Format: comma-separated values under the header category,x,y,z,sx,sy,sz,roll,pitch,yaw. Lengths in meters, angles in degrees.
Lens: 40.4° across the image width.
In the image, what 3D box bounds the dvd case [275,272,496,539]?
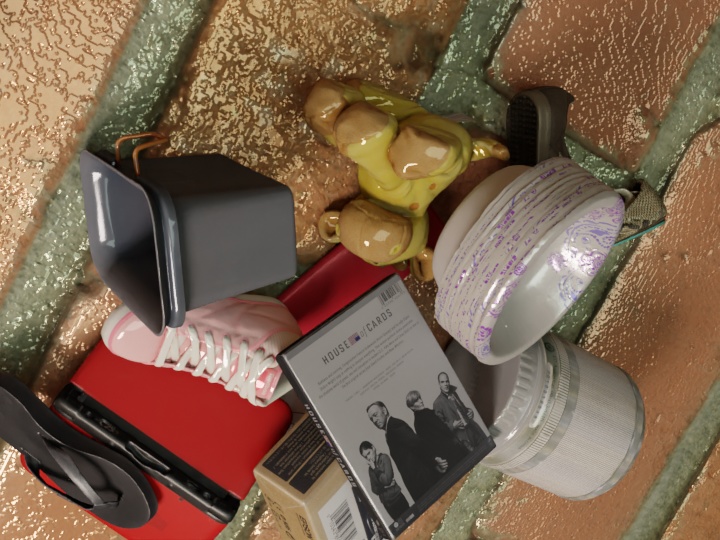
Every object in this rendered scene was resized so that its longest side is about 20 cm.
category,x,y,z,sx,sy,sz,roll,pitch,yaw
dvd case,0.029,0.125,0.920,0.150,0.025,0.201,-34,97,-30

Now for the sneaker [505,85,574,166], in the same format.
category,x,y,z,sx,sy,sz,roll,pitch,yaw
sneaker,0.193,-0.094,1.033,0.075,0.070,0.201,-15,121,-33

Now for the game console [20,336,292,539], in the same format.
category,x,y,z,sx,sy,sz,roll,pitch,yaw
game console,-0.199,0.165,0.960,0.200,0.119,0.172,36,124,-6

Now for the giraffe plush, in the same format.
category,x,y,z,sx,sy,sz,roll,pitch,yaw
giraffe plush,0.027,-0.077,0.935,0.199,0.172,0.163,-1,120,-48

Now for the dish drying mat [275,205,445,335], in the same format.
category,x,y,z,sx,sy,sz,roll,pitch,yaw
dish drying mat,0.000,0.000,1.017,0.200,0.018,0.077,-40,115,-3

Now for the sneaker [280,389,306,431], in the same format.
category,x,y,z,sx,sy,sz,roll,pitch,yaw
sneaker,-0.104,0.148,0.999,0.200,0.074,0.087,-38,112,-7

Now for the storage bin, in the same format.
category,x,y,z,sx,sy,sz,roll,pitch,yaw
storage bin,-0.149,-0.049,0.851,0.134,0.200,0.146,-14,113,-29

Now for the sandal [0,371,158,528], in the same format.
category,x,y,z,sx,sy,sz,roll,pitch,yaw
sandal,-0.276,0.176,0.892,0.200,0.043,0.076,39,124,-7

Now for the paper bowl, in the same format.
category,x,y,z,sx,sy,sz,roll,pitch,yaw
paper bowl,0.147,-0.017,0.925,0.200,0.104,0.201,-38,153,-23

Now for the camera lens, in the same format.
category,x,y,z,sx,sy,sz,roll,pitch,yaw
camera lens,0.197,0.151,1.069,0.199,0.160,0.161,26,97,-28

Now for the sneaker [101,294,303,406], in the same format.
category,x,y,z,sx,sy,sz,roll,pitch,yaw
sneaker,-0.129,0.072,0.899,0.199,0.105,0.076,3,125,-40

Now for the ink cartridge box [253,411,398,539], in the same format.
category,x,y,z,sx,sy,sz,roll,pitch,yaw
ink cartridge box,-0.009,0.217,0.996,0.165,0.075,0.201,-44,141,-27

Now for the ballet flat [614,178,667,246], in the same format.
category,x,y,z,sx,sy,sz,roll,pitch,yaw
ballet flat,0.251,-0.039,1.086,0.200,0.068,0.076,-33,95,-14
